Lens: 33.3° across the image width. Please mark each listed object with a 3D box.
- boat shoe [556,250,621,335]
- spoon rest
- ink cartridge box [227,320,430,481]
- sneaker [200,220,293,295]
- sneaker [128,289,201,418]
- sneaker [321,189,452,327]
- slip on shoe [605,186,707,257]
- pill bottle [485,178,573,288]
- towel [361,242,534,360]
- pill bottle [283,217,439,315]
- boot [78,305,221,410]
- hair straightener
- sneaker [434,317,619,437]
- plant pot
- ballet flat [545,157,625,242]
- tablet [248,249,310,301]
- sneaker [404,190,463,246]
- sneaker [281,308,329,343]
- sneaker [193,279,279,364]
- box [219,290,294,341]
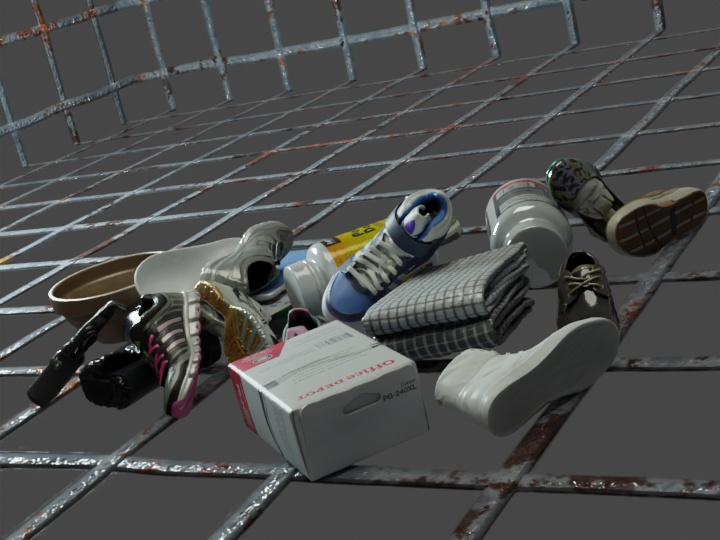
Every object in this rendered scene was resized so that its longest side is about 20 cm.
[{"bbox_3d":[0.254,0.030,1.391,0.073,0.074,0.200,-12,17,6],"label":"boat shoe"},{"bbox_3d":[-0.232,-0.002,1.731,0.198,0.061,0.100,-23,60,-35],"label":"spoon rest"},{"bbox_3d":[-0.036,0.133,1.282,0.144,0.085,0.200,-20,18,-20],"label":"ink cartridge box"},{"bbox_3d":[-0.141,-0.005,1.704,0.081,0.076,0.200,10,32,26],"label":"sneaker"},{"bbox_3d":[-0.241,0.099,1.475,0.086,0.074,0.201,6,43,-13],"label":"sneaker"},{"bbox_3d":[0.036,-0.027,1.510,0.199,0.081,0.147,-38,-16,-26],"label":"sneaker"},{"bbox_3d":[0.382,-0.070,1.603,0.199,0.077,0.060,-23,24,-37],"label":"slip on shoe"},{"bbox_3d":[0.224,-0.047,1.601,0.109,0.112,0.200,-12,17,7],"label":"pill bottle"},{"bbox_3d":[0.112,0.046,1.443,0.164,0.087,0.200,-15,10,27],"label":"towel"},{"bbox_3d":[0.000,0.000,1.637,0.198,0.111,0.109,-20,17,-18],"label":"pill bottle"},{"bbox_3d":[-0.303,0.111,1.586,0.167,0.078,0.199,-23,25,-40],"label":"boot"},{"bbox_3d":[-0.367,0.110,1.555,0.200,0.041,0.077,-42,8,23],"label":"hair straightener"},{"bbox_3d":[0.168,0.095,1.256,0.198,0.075,0.115,-26,23,-29],"label":"sneaker"},{"bbox_3d":[-0.359,0.048,1.811,0.198,0.094,0.201,-13,17,4],"label":"plant pot"},{"bbox_3d":[0.315,-0.090,1.604,0.071,0.073,0.200,-3,-21,32],"label":"ballet flat"},{"bbox_3d":[-0.130,0.008,1.770,0.129,0.014,0.200,-5,18,31],"label":"tablet"},{"bbox_3d":[0.064,-0.067,1.836,0.198,0.090,0.076,-25,20,-32],"label":"sneaker"},{"bbox_3d":[-0.063,0.076,1.493,0.069,0.083,0.200,-15,16,1],"label":"sneaker"},{"bbox_3d":[-0.137,0.074,1.535,0.087,0.076,0.200,11,24,-42],"label":"sneaker"},{"bbox_3d":[-0.119,0.048,1.715,0.199,0.037,0.143,-29,22,-37],"label":"box"}]
